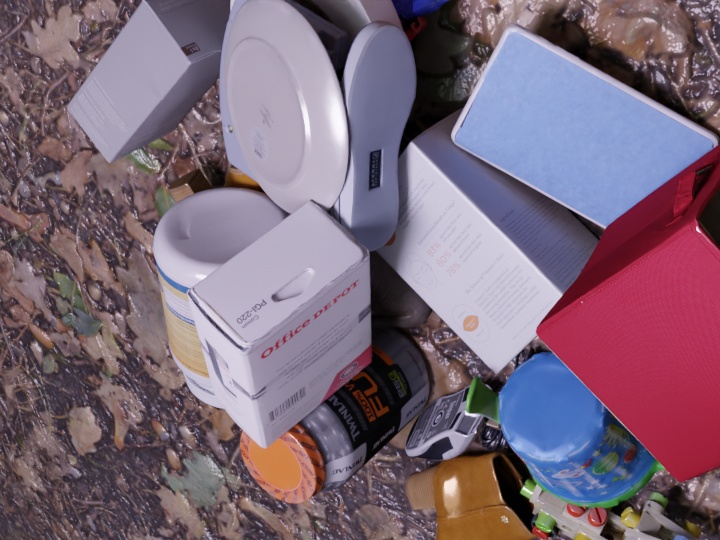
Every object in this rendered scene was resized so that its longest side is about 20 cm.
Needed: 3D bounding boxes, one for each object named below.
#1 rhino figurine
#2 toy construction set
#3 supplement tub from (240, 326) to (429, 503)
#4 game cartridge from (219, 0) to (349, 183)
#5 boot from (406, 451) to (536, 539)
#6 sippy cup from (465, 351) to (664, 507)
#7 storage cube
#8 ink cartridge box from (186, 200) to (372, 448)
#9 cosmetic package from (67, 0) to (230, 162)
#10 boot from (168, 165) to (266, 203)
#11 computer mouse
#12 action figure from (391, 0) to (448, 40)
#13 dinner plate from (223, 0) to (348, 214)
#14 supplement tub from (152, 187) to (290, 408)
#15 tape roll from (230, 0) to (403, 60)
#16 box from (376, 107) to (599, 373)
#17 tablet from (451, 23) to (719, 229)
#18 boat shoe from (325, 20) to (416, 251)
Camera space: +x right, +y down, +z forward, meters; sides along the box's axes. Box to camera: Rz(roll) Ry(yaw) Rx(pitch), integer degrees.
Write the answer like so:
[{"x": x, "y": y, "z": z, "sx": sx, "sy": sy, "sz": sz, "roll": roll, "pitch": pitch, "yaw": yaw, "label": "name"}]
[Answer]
[{"x": 0.000, "y": 0.000, "z": 1.174, "sx": 0.087, "sy": 0.060, "sz": 0.200, "roll": -13, "pitch": 143, "yaw": 35, "label": "rhino figurine"}, {"x": 0.229, "y": 0.232, "z": 1.159, "sx": 0.200, "sy": 0.092, "sz": 0.131, "roll": 42, "pitch": 159, "yaw": 21, "label": "toy construction set"}, {"x": -0.026, "y": 0.147, "z": 1.238, "sx": 0.122, "sy": 0.200, "sz": 0.123, "roll": 19, "pitch": 126, "yaw": 29, "label": "supplement tub"}, {"x": -0.077, "y": -0.164, "z": 1.117, "sx": 0.133, "sy": 0.041, "sz": 0.200, "roll": 33, "pitch": 136, "yaw": 23, "label": "game cartridge"}, {"x": 0.137, "y": 0.293, "z": 1.272, "sx": 0.144, "sy": 0.071, "sz": 0.201, "roll": -19, "pitch": 97, "yaw": 47, "label": "boot"}, {"x": 0.185, "y": 0.130, "z": 1.035, "sx": 0.178, "sy": 0.130, "sz": 0.140, "roll": -26, "pitch": 63, "yaw": 18, "label": "sippy cup"}, {"x": 0.280, "y": 0.027, "z": 0.927, "sx": 0.200, "sy": 0.171, "sz": 0.180, "roll": 46, "pitch": 136, "yaw": -4, "label": "storage cube"}, {"x": -0.067, "y": 0.053, "z": 1.082, "sx": 0.085, "sy": 0.146, "sz": 0.200, "roll": 43, "pitch": 158, "yaw": 22, "label": "ink cartridge box"}, {"x": -0.210, "y": -0.208, "z": 1.242, "sx": 0.090, "sy": 0.107, "sz": 0.200, "roll": 51, "pitch": 133, "yaw": 3, "label": "cosmetic package"}, {"x": -0.101, "y": -0.061, "z": 1.281, "sx": 0.201, "sy": 0.071, "sz": 0.144, "roll": -17, "pitch": 117, "yaw": 34, "label": "boot"}, {"x": 0.114, "y": 0.153, "z": 1.218, "sx": 0.044, "sy": 0.110, "sz": 0.200, "roll": 34, "pitch": 149, "yaw": -13, "label": "computer mouse"}, {"x": 0.044, "y": -0.244, "z": 1.059, "sx": 0.200, "sy": 0.052, "sz": 0.065, "roll": -25, "pitch": 101, "yaw": 47, "label": "action figure"}, {"x": -0.076, "y": -0.141, "z": 1.052, "sx": 0.200, "sy": 0.024, "sz": 0.200, "roll": 36, "pitch": 136, "yaw": 45, "label": "dinner plate"}, {"x": -0.132, "y": 0.031, "z": 1.227, "sx": 0.145, "sy": 0.145, "sz": 0.200, "roll": 24, "pitch": 137, "yaw": 26, "label": "supplement tub"}, {"x": -0.040, "y": -0.210, "z": 1.105, "sx": 0.203, "sy": 0.037, "sz": 0.203, "roll": 29, "pitch": 137, "yaw": 31, "label": "tape roll"}, {"x": 0.110, "y": -0.028, "z": 1.096, "sx": 0.200, "sy": 0.097, "sz": 0.124, "roll": 46, "pitch": 134, "yaw": 7, "label": "box"}, {"x": 0.187, "y": -0.112, "z": 1.013, "sx": 0.200, "sy": 0.014, "sz": 0.130, "roll": 29, "pitch": 130, "yaw": 3, "label": "tablet"}, {"x": -0.004, "y": -0.124, "z": 1.042, "sx": 0.086, "sy": 0.075, "sz": 0.202, "roll": 33, "pitch": 130, "yaw": 46, "label": "boat shoe"}]
